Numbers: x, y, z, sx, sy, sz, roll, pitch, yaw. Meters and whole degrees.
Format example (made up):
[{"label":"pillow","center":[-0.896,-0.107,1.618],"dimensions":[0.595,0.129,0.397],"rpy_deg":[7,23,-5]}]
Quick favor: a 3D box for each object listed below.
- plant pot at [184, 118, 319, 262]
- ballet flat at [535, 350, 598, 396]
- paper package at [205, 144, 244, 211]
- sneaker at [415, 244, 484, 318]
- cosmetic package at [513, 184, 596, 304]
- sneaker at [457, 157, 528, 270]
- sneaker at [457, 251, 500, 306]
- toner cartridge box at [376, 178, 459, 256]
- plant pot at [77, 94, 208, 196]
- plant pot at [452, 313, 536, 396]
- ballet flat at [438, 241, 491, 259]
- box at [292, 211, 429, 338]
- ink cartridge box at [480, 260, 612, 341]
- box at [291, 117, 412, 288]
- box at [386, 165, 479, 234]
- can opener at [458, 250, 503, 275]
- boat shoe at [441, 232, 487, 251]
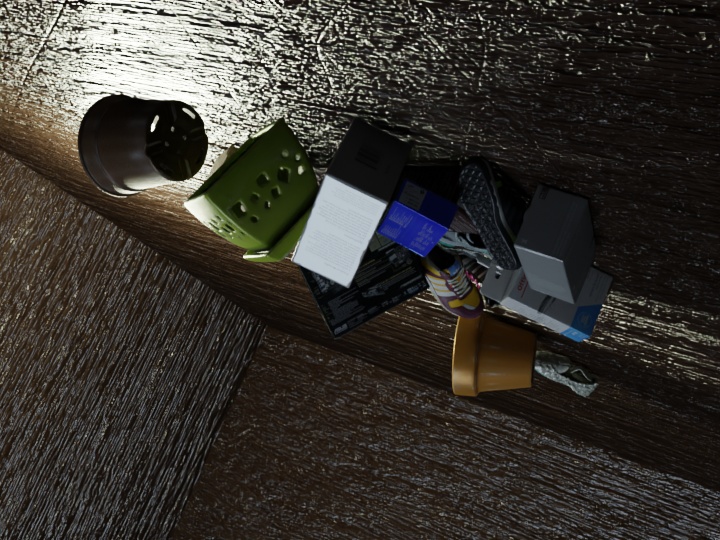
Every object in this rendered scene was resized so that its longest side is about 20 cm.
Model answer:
[{"label":"plant pot","center":[-0.173,-0.126,1.753],"dimensions":[0.182,0.199,0.199],"rpy_deg":[47,164,-15]},{"label":"ballet flat","center":[0.507,0.243,2.417],"dimensions":[0.198,0.073,0.071],"rpy_deg":[28,168,-24]},{"label":"paper package","center":[-0.224,-0.158,2.071],"dimensions":[0.198,0.105,0.190],"rpy_deg":[28,168,-15]},{"label":"sneaker","center":[0.168,0.015,1.833],"dimensions":[0.200,0.075,0.090],"rpy_deg":[43,161,-14]},{"label":"cosmetic package","center":[0.300,-0.037,1.501],"dimensions":[0.089,0.108,0.200],"rpy_deg":[21,169,20]},{"label":"sneaker","center":[0.214,-0.096,1.511],"dimensions":[0.071,0.083,0.202],"rpy_deg":[10,134,47]},{"label":"sneaker","center":[0.245,0.021,1.903],"dimensions":[0.197,0.089,0.074],"rpy_deg":[18,167,32]},{"label":"toner cartridge box","center":[0.087,-0.080,1.557],"dimensions":[0.094,0.044,0.200],"rpy_deg":[29,167,-1]},{"label":"plant pot","center":[-0.409,-0.244,1.902],"dimensions":[0.196,0.204,0.200],"rpy_deg":[4,157,42]},{"label":"plant pot","center":[0.321,0.202,2.329],"dimensions":[0.179,0.204,0.200],"rpy_deg":[5,163,14]},{"label":"ballet flat","center":[0.187,-0.065,1.712],"dimensions":[0.198,0.077,0.064],"rpy_deg":[25,-166,25]},{"label":"box","center":[0.000,0.000,1.772],"dimensions":[0.166,0.198,0.086],"rpy_deg":[62,177,-9]},{"label":"ink cartridge box","center":[0.319,0.026,1.702],"dimensions":[0.197,0.118,0.067],"rpy_deg":[25,169,0]},{"label":"box","center":[-0.014,-0.104,1.547],"dimensions":[0.105,0.154,0.201],"rpy_deg":[24,136,-1]},{"label":"box","center":[0.123,-0.117,1.603],"dimensions":[0.099,0.076,0.199],"rpy_deg":[33,168,-32]},{"label":"can opener","center":[0.202,-0.046,1.789],"dimensions":[0.198,0.053,0.066],"rpy_deg":[28,169,-10]},{"label":"boat shoe","center":[0.193,-0.069,1.630],"dimensions":[0.198,0.072,0.071],"rpy_deg":[11,-172,30]}]
